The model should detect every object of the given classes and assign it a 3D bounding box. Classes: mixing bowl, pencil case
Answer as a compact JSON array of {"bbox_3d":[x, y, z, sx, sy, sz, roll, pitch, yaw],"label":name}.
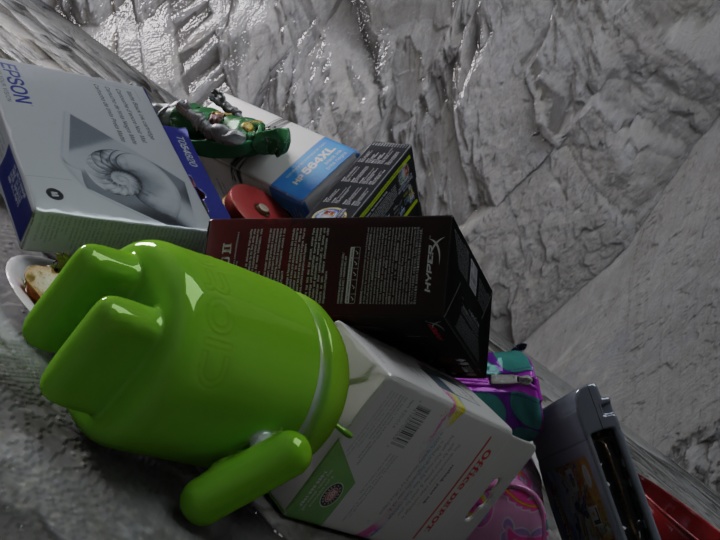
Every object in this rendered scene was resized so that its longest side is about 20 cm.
[{"bbox_3d":[0.311,0.301,1.140,0.200,0.109,0.200,37,5,-4],"label":"mixing bowl"},{"bbox_3d":[0.055,0.103,0.972,0.199,0.092,0.085,3,60,-21],"label":"pencil case"},{"bbox_3d":[0.113,0.195,0.969,0.087,0.088,0.200,36,7,1],"label":"pencil case"}]

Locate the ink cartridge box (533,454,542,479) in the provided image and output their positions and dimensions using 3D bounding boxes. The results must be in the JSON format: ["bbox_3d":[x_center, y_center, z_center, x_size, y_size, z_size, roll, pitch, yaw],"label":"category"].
[{"bbox_3d":[0.099,0.130,1.144,0.200,0.045,0.177,35,41,-10],"label":"ink cartridge box"}]

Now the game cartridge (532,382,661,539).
[{"bbox_3d":[0.198,0.202,0.954,0.133,0.041,0.201,126,-51,-67],"label":"game cartridge"}]

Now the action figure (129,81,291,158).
[{"bbox_3d":[-0.152,-0.140,1.093,0.199,0.055,0.118,16,21,23],"label":"action figure"}]

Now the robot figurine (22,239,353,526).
[{"bbox_3d":[-0.088,0.053,0.663,0.200,0.116,0.176,21,25,-44],"label":"robot figurine"}]

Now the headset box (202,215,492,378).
[{"bbox_3d":[-0.016,0.022,0.837,0.199,0.075,0.149,0,-21,17],"label":"headset box"}]

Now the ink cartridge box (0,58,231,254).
[{"bbox_3d":[-0.186,-0.082,0.893,0.199,0.041,0.200,7,38,-39],"label":"ink cartridge box"}]

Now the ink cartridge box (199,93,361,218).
[{"bbox_3d":[-0.079,-0.077,1.160,0.200,0.084,0.146,29,-26,37],"label":"ink cartridge box"}]

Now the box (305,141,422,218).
[{"bbox_3d":[0.000,0.000,1.050,0.044,0.200,0.161,7,-52,26],"label":"box"}]

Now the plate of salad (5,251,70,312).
[{"bbox_3d":[-0.150,0.042,0.788,0.200,0.048,0.200,36,5,-4],"label":"plate of salad"}]

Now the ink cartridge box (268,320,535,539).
[{"bbox_3d":[0.026,0.125,0.809,0.200,0.117,0.067,30,9,-47],"label":"ink cartridge box"}]

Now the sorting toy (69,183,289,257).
[{"bbox_3d":[-0.151,-0.040,1.000,0.200,0.070,0.199,35,27,-14],"label":"sorting toy"}]
